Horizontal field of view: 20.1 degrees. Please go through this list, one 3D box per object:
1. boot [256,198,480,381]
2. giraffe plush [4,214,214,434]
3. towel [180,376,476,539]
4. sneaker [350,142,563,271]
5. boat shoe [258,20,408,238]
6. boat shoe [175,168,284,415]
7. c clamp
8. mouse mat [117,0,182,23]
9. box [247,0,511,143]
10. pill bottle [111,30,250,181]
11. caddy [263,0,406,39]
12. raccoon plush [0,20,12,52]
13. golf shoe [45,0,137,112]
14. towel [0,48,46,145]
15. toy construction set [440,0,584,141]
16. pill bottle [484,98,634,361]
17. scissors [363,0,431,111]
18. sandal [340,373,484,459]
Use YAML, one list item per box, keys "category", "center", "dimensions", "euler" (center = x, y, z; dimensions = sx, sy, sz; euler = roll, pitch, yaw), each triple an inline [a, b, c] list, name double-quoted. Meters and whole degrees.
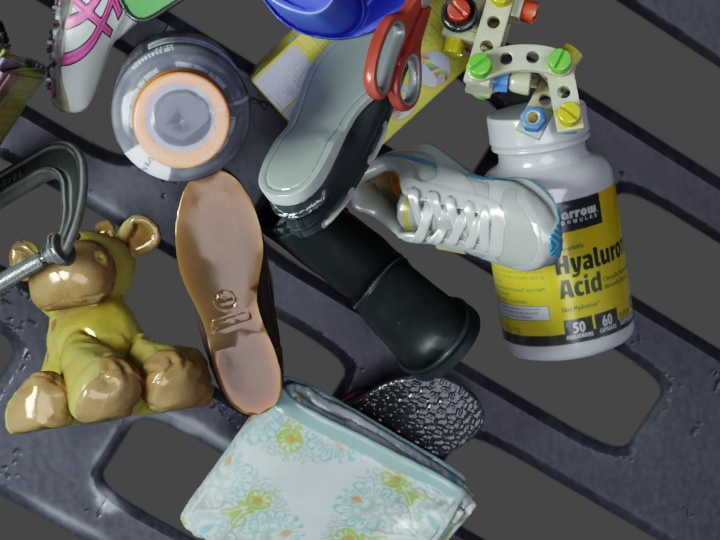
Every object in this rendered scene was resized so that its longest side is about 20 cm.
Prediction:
- category: "boot"
  center: [0.001, -0.001, 1.619]
  dimensions: [0.162, 0.198, 0.073]
  euler: [41, 92, -20]
- category: "giraffe plush"
  center: [-0.212, 0.039, 1.622]
  dimensions: [0.172, 0.200, 0.162]
  euler: [-8, 86, -17]
- category: "towel"
  center: [-0.026, 0.199, 1.707]
  dimensions: [0.200, 0.048, 0.171]
  euler: [31, 114, -10]
- category: "sneaker"
  center: [0.076, -0.043, 1.611]
  dimensions: [0.081, 0.200, 0.077]
  euler: [-18, 118, -38]
- category: "boat shoe"
  center: [-0.014, -0.114, 1.584]
  dimensions: [0.200, 0.076, 0.060]
  euler: [-55, 142, -25]
- category: "boat shoe"
  center: [-0.105, 0.014, 1.621]
  dimensions: [0.070, 0.070, 0.200]
  euler: [-8, 102, -1]
- category: "c clamp"
  center: [-0.283, -0.007, 1.594]
  dimensions: [0.200, 0.171, 0.027]
  euler: [-32, 137, 23]
- category: "mouse mat"
  center: [-0.126, -0.301, 1.543]
  dimensions: [0.200, 0.008, 0.161]
  euler: [-31, 83, 6]
- category: "box"
  center: [0.019, -0.183, 1.652]
  dimensions: [0.200, 0.048, 0.117]
  euler: [-41, 104, 5]
- category: "pill bottle"
  center: [-0.139, -0.126, 1.563]
  dimensions: [0.106, 0.200, 0.106]
  euler: [-1, 101, -5]
- category: "caddy"
  center: [-0.039, -0.276, 1.585]
  dimensions: [0.141, 0.105, 0.200]
  euler: [-37, 82, 5]
- category: "raccoon plush"
  center: [-0.320, -0.131, 1.574]
  dimensions: [0.097, 0.134, 0.200]
  euler: [1, 102, -9]
- category: "golf shoe"
  center: [-0.194, -0.216, 1.601]
  dimensions: [0.092, 0.073, 0.200]
  euler: [14, 101, -7]
- category: "towel"
  center: [-0.312, -0.084, 1.573]
  dimensions: [0.023, 0.144, 0.200]
  euler: [35, 96, -1]
- category: "toy construction set"
  center: [0.135, -0.205, 1.596]
  dimensions: [0.131, 0.092, 0.200]
  euler: [15, 66, 9]
- category: "pill bottle"
  center: [0.158, -0.035, 1.670]
  dimensions: [0.111, 0.111, 0.200]
  euler: [-12, 104, -5]
- category: "scissors"
  center: [0.047, -0.215, 1.571]
  dimensions: [0.073, 0.014, 0.200]
  euler: [37, 66, -50]
- category: "sandal"
  center: [0.007, 0.132, 1.729]
  dimensions: [0.200, 0.045, 0.075]
  euler: [-16, 99, 11]
